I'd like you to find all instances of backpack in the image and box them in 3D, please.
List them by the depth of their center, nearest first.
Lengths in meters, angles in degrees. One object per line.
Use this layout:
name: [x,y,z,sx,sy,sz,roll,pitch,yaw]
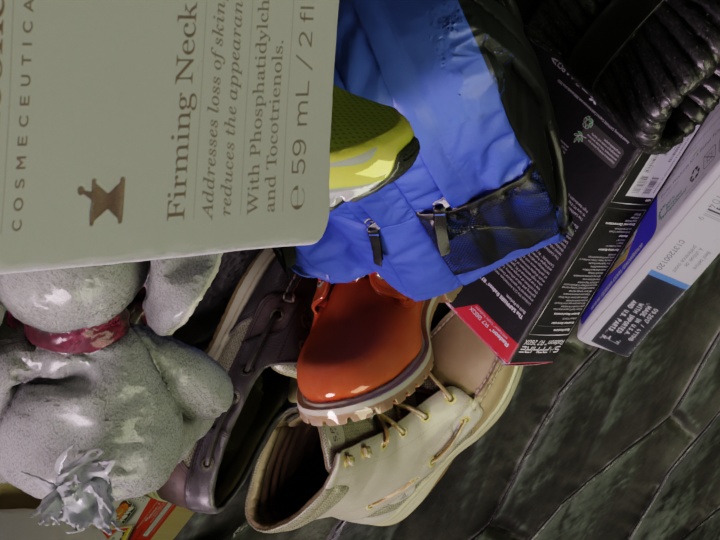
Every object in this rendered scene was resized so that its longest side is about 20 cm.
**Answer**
backpack: [0.009,-0.085,1.006,0.167,0.163,0.200,-26,153,1]

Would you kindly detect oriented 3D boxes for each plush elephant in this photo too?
plush elephant: [-0.138,0.025,0.967,0.164,0.200,0.156,-2,99,-11]

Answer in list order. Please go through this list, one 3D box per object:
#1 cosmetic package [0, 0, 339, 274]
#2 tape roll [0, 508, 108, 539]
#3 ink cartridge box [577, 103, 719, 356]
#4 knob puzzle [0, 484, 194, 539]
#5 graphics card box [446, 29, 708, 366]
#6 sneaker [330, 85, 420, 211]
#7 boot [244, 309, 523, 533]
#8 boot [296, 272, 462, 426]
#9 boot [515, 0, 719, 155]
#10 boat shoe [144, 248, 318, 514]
cosmetic package: [-0.130,-0.094,0.738,0.200,0.166,0.168,-7,104,-51]
tape roll: [-0.216,0.219,1.121,0.201,0.071,0.203,-18,143,-14]
ink cartridge box: [0.201,-0.079,1.242,0.201,0.043,0.198,-80,-162,-45]
knob puzzle: [-0.164,0.129,1.177,0.219,0.030,0.220,-33,148,-25]
graphics card box: [0.111,-0.058,1.219,0.051,0.125,0.201,1,125,-46]
sneaker: [-0.066,-0.087,0.876,0.078,0.199,0.091,-45,148,-54]
boot: [0.018,0.092,1.342,0.154,0.072,0.200,4,126,-56]
boot: [0.000,0.000,1.118,0.200,0.075,0.108,-66,143,-53]
boot: [0.162,-0.185,1.090,0.079,0.158,0.212,-12,137,-47]
boat shoe: [-0.051,0.054,1.159,0.201,0.066,0.072,-55,151,-21]
